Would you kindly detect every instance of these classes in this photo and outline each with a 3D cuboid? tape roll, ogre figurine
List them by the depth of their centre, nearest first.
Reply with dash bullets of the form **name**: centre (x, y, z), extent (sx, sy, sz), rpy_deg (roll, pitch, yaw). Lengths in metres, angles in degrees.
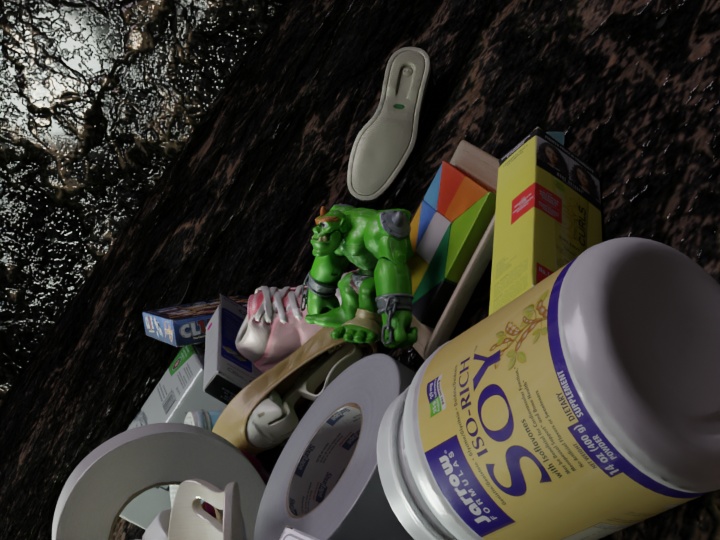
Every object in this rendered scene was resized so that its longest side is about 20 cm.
- **tape roll**: centre (-0.005, 0.170, 1.010), extent (0.200, 0.066, 0.200), rpy_deg (-48, 21, 25)
- **tape roll**: centre (-0.178, 0.239, 1.119), extent (0.203, 0.203, 0.037), rpy_deg (-58, 18, -3)
- **ogre figurine**: centre (0.000, 0.000, 1.136), extent (0.200, 0.098, 0.120), rpy_deg (-141, 57, -84)

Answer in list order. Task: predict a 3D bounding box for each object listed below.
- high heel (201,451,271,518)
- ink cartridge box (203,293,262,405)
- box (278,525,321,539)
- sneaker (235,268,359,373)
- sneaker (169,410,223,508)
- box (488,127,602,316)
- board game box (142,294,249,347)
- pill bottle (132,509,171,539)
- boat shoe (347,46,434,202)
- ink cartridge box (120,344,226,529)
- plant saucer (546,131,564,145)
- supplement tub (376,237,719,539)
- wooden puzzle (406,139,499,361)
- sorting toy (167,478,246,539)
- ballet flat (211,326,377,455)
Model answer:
- **high heel**: centre (-0.151, 0.227, 1.238), extent (0.200, 0.096, 0.067), rpy_deg (-29, 33, 55)
- **ink cartridge box**: centre (-0.129, 0.100, 1.399), extent (0.037, 0.095, 0.200), rpy_deg (-51, 19, 18)
- **box**: centre (-0.040, 0.288, 0.833), extent (0.116, 0.060, 0.200), rpy_deg (13, 69, 37)
- **sneaker**: centre (-0.057, 0.043, 1.298), extent (0.200, 0.105, 0.075), rpy_deg (-43, 20, 33)
- **sneaker**: centre (-0.158, 0.222, 1.336), extent (0.200, 0.082, 0.074), rpy_deg (114, 152, -50)
- **box**: centre (0.143, -0.022, 0.940), extent (0.050, 0.075, 0.200), rpy_deg (-43, 22, 35)
- **board game box**: centre (-0.195, 0.063, 1.588), extent (0.200, 0.135, 0.035), rpy_deg (-176, 77, -69)
- **pill bottle**: centre (-0.218, 0.336, 1.204), extent (0.200, 0.111, 0.111), rpy_deg (-54, 18, 9)
- **boat shoe**: centre (0.042, -0.168, 1.489), extent (0.068, 0.072, 0.200), rpy_deg (64, -135, -68)
- **ink cartridge box**: centre (-0.223, 0.201, 1.488), extent (0.200, 0.083, 0.147), rpy_deg (-56, 18, 1)
- **plant saucer**: centre (0.144, -0.045, 1.065), extent (0.070, 0.019, 0.200), rpy_deg (-43, 24, 38)
- **supplement tub**: centre (0.115, 0.085, 0.715), extent (0.200, 0.145, 0.146), rpy_deg (-39, 25, 44)
- **wooden puzzle**: centre (0.076, -0.024, 1.139), extent (0.185, 0.037, 0.200), rpy_deg (-63, 16, 8)
- **sorting toy**: centre (-0.120, 0.257, 0.980), extent (0.200, 0.107, 0.180), rpy_deg (166, 105, -63)
- **ballet flat**: centre (-0.065, 0.120, 1.204), extent (0.200, 0.069, 0.063), rpy_deg (-44, 33, -4)
